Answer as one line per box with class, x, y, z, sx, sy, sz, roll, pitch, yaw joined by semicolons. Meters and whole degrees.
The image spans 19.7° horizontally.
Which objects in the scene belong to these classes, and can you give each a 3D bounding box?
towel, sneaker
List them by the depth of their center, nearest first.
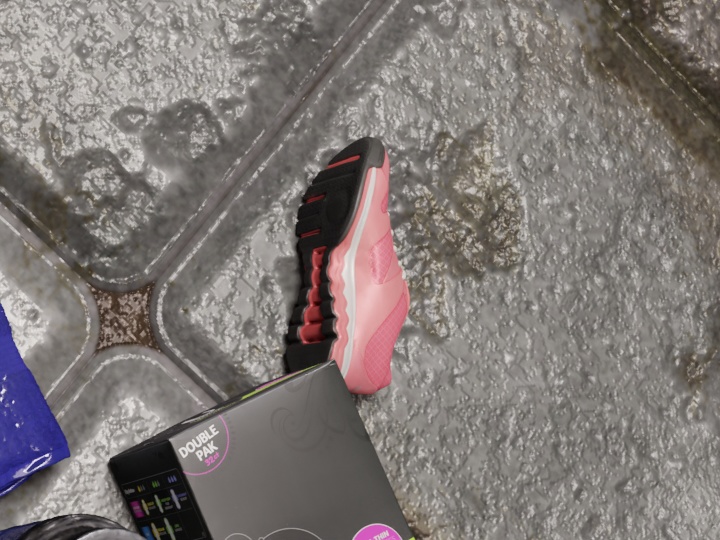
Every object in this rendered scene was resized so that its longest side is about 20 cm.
towel;-0.302;0.071;1.418;0.147;0.049;0.201;-25;91;-36
sneaker;0.000;0.000;1.581;0.086;0.074;0.201;18;75;-37

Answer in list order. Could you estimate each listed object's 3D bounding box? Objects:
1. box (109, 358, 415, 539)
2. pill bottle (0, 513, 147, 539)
box;-0.060;0.188;1.470;0.148;0.124;0.201;-24;90;-30
pill bottle;-0.196;0.217;1.351;0.111;0.200;0.113;6;77;-26
